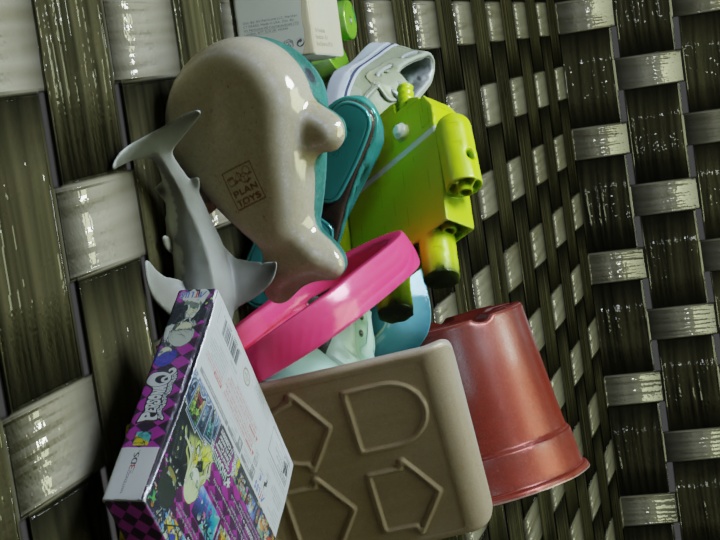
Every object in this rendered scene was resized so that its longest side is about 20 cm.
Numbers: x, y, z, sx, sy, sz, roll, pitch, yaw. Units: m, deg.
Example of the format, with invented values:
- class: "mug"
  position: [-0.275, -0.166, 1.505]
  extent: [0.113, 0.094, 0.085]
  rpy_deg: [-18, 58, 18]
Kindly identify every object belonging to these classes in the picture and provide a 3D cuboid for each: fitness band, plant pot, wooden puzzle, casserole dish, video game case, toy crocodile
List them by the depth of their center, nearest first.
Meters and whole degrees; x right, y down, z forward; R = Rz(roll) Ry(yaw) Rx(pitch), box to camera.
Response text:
- class: "video game case"
  position: [-0.106, 0.146, 1.194]
  extent: [0.201, 0.035, 0.182]
  rpy_deg: [70, 26, -44]
- class: "fitness band"
  position: [-0.034, 0.031, 1.327]
  extent: [0.200, 0.143, 0.038]
  rpy_deg: [-40, 102, -48]
- class: "wooden puzzle"
  position: [-0.005, 0.149, 1.389]
  extent: [0.046, 0.198, 0.187]
  rpy_deg: [-103, 177, -60]
- class: "casserole dish"
  position: [0.000, 0.000, 1.538]
  extent: [0.039, 0.121, 0.202]
  rpy_deg: [0, 64, -36]
- class: "toy crocodile"
  position: [-0.045, -0.276, 1.632]
  extent: [0.062, 0.067, 0.202]
  rpy_deg: [1, 83, -74]
- class: "plant pot"
  position: [0.132, 0.147, 1.901]
  extent: [0.201, 0.199, 0.197]
  rpy_deg: [-18, 93, -74]

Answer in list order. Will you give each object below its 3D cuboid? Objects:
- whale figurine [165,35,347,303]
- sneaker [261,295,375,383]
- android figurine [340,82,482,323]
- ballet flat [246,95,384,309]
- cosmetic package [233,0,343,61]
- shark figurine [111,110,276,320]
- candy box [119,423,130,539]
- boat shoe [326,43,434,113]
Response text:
- class: "whale figurine"
  position: [-0.065, -0.081, 1.314]
  extent: [0.104, 0.158, 0.201]
  rpy_deg: [-19, 84, -59]
- class: "sneaker"
  position: [0.017, 0.093, 1.455]
  extent: [0.199, 0.074, 0.119]
  rpy_deg: [28, 67, -22]
- class: "android figurine"
  position: [0.036, -0.063, 1.437]
  extent: [0.041, 0.182, 0.202]
  rpy_deg: [16, 54, -34]
- class: "ballet flat"
  position: [-0.033, -0.053, 1.444]
  extent: [0.201, 0.067, 0.070]
  rpy_deg: [-63, 167, 8]
- class: "cosmetic package"
  position: [-0.073, -0.287, 1.533]
  extent: [0.103, 0.072, 0.202]
  rpy_deg: [-26, 109, -74]
- class: "shark figurine"
  position: [-0.110, -0.016, 1.270]
  extent: [0.128, 0.089, 0.217]
  rpy_deg: [-45, 129, -72]
- class: "candy box"
  position: [-0.123, 0.181, 1.245]
  extent: [0.200, 0.026, 0.103]
  rpy_deg: [46, 40, -65]
- class: "boat shoe"
  position: [0.017, -0.163, 1.582]
  extent: [0.200, 0.061, 0.073]
  rpy_deg: [-61, 144, -54]
